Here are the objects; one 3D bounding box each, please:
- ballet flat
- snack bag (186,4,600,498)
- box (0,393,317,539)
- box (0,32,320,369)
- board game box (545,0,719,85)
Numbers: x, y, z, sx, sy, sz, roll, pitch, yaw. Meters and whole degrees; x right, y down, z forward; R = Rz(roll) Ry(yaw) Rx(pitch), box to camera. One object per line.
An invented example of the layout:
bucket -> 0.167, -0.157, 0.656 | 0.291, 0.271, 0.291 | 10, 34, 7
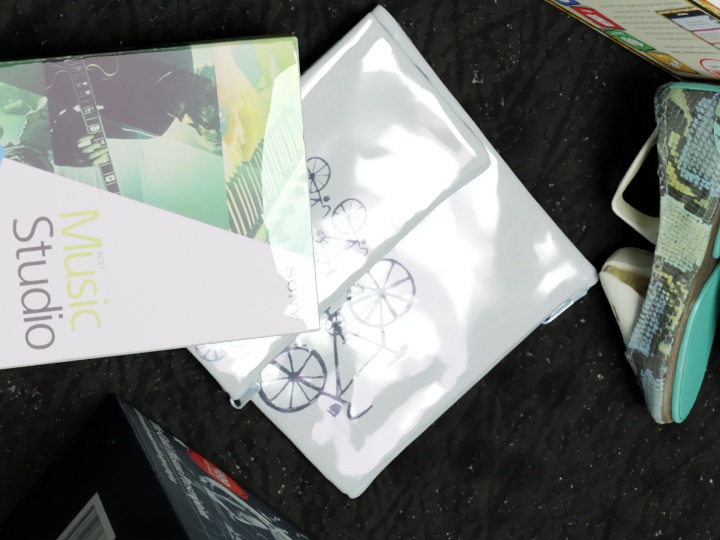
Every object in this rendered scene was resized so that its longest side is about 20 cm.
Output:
ballet flat -> 0.159, -0.012, 0.978 | 0.074, 0.074, 0.200 | -2, 124, -16
snack bag -> 0.000, 0.000, 0.960 | 0.189, 0.021, 0.200 | -42, 113, -2
box -> -0.063, 0.175, 0.896 | 0.182, 0.200, 0.104 | 40, 91, -23
box -> -0.122, -0.031, 0.892 | 0.200, 0.036, 0.145 | -7, 102, -11
board game box -> 0.135, -0.142, 0.887 | 0.200, 0.151, 0.046 | 27, 87, -22
